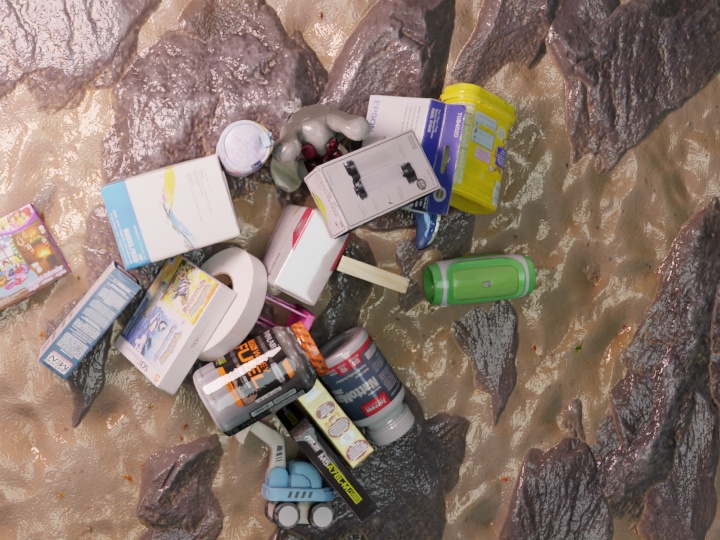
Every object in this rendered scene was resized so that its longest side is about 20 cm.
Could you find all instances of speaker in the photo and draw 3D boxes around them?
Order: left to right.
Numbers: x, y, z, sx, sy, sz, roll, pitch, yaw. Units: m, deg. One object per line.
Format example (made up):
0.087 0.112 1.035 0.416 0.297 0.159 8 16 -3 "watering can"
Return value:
0.223 0.017 1.824 0.200 0.088 0.089 -6 97 -13 "speaker"

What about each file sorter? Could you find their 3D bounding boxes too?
-0.189 0.134 1.705 0.125 0.139 0.200 27 89 -14 "file sorter"

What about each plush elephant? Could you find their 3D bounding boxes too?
-0.075 -0.201 1.697 0.165 0.200 0.155 -23 123 -11 "plush elephant"

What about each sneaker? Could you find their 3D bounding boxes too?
0.100 -0.137 1.789 0.089 0.079 0.200 -3 88 -7 "sneaker"

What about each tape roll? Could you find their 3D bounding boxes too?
-0.240 0.056 1.654 0.037 0.203 0.203 34 87 -37 "tape roll"

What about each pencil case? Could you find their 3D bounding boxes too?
-0.198 -0.204 1.636 0.091 0.200 0.083 -34 98 -9 "pencil case"

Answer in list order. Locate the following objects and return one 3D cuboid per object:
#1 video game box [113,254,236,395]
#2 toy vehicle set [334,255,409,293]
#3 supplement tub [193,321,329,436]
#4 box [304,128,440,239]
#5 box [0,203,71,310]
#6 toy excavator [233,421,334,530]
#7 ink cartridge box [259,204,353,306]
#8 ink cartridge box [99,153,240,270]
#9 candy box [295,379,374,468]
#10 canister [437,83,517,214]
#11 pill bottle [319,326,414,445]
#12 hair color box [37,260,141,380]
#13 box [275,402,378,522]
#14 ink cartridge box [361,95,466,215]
-0.318 0.085 1.646 0.047 0.182 0.200 34 86 -44 "video game box"
0.000 0.000 1.706 0.124 0.200 0.027 19 90 -14 "toy vehicle set"
-0.160 0.172 1.582 0.200 0.123 0.123 -30 102 -7 "supplement tub"
0.021 -0.145 1.599 0.200 0.060 0.117 -27 90 -29 "box"
-0.611 -0.007 1.635 0.200 0.039 0.137 -30 101 -9 "box"
-0.141 0.365 1.774 0.194 0.100 0.200 5 81 -16 "toy excavator"
-0.103 -0.031 1.677 0.086 0.200 0.148 27 89 -16 "ink cartridge box"
-0.322 -0.102 1.642 0.200 0.147 0.145 -18 99 -11 "ink cartridge box"
-0.063 0.257 1.740 0.055 0.115 0.200 -38 90 -9 "candy box"
0.200 -0.216 1.755 0.148 0.087 0.200 21 75 -37 "canister"
0.011 0.214 1.772 0.120 0.120 0.200 -36 103 -8 "pill bottle"
-0.460 0.083 1.651 0.061 0.100 0.200 40 86 -16 "hair color box"
-0.064 0.335 1.725 0.048 0.200 0.193 -41 103 -8 "box"
0.082 -0.206 1.714 0.041 0.200 0.200 7 94 -48 "ink cartridge box"
